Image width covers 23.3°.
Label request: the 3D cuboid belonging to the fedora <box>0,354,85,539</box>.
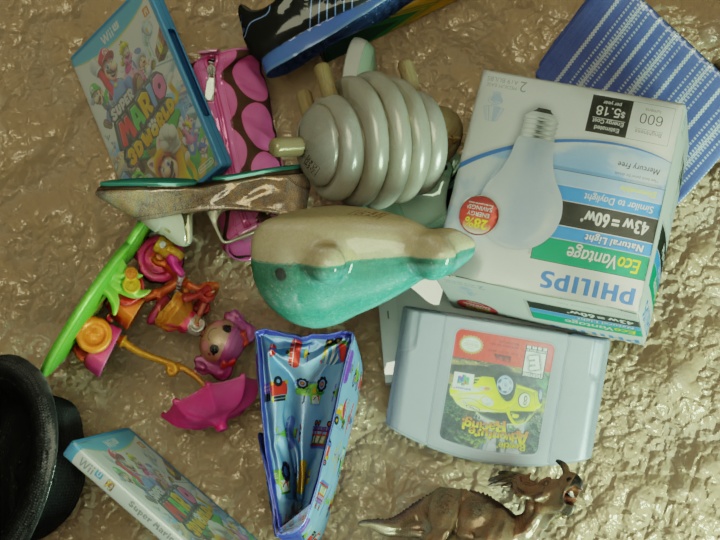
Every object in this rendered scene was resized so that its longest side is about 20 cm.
[{"bbox_3d":[-0.315,0.182,1.624,0.199,0.091,0.203,-10,75,40],"label":"fedora"}]

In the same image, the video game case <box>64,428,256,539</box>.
[{"bbox_3d":[-0.167,0.219,1.592,0.200,0.143,0.018,39,98,10],"label":"video game case"}]

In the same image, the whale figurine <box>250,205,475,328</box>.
[{"bbox_3d":[0.000,0.000,1.540,0.198,0.159,0.105,2,100,21],"label":"whale figurine"}]

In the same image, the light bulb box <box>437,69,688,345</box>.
[{"bbox_3d":[0.188,-0.057,1.612,0.196,0.125,0.202,11,77,15],"label":"light bulb box"}]

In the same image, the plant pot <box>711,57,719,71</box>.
[{"bbox_3d":[0.458,-0.156,1.646,0.185,0.186,0.201,-30,91,-4],"label":"plant pot"}]

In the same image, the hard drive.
[{"bbox_3d":[0.117,0.036,1.685,0.198,0.026,0.133,-6,77,2],"label":"hard drive"}]

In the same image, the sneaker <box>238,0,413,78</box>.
[{"bbox_3d":[-0.024,-0.266,1.685,0.199,0.070,0.078,-29,84,-3],"label":"sneaker"}]

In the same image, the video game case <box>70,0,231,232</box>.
[{"bbox_3d":[-0.207,-0.157,1.701,0.018,0.143,0.201,-10,71,-46],"label":"video game case"}]

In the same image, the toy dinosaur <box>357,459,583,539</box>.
[{"bbox_3d":[0.105,0.232,1.617,0.198,0.086,0.137,9,70,17],"label":"toy dinosaur"}]

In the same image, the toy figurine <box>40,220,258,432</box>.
[{"bbox_3d":[-0.172,0.064,1.652,0.183,0.150,0.201,33,71,-3],"label":"toy figurine"}]

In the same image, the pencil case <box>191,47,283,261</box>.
[{"bbox_3d":[-0.118,-0.115,1.696,0.090,0.094,0.202,-16,78,-1],"label":"pencil case"}]

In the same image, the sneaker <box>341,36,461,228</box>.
[{"bbox_3d":[0.042,-0.130,1.700,0.117,0.074,0.202,-5,84,6],"label":"sneaker"}]

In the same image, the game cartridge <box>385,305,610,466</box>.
[{"bbox_3d":[0.128,0.114,1.644,0.198,0.041,0.134,8,98,1],"label":"game cartridge"}]

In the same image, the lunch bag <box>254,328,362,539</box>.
[{"bbox_3d":[-0.049,0.166,1.599,0.093,0.151,0.202,1,77,3],"label":"lunch bag"}]

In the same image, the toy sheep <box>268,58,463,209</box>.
[{"bbox_3d":[0.006,-0.121,1.598,0.198,0.138,0.139,-8,76,-23],"label":"toy sheep"}]

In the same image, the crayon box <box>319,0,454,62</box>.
[{"bbox_3d":[0.025,-0.311,1.753,0.199,0.052,0.127,-26,78,-2],"label":"crayon box"}]

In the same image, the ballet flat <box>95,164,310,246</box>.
[{"bbox_3d":[-0.144,-0.057,1.608,0.198,0.068,0.068,-5,95,-1],"label":"ballet flat"}]

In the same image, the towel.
[{"bbox_3d":[0.272,-0.174,1.680,0.200,0.145,0.024,45,41,11],"label":"towel"}]
